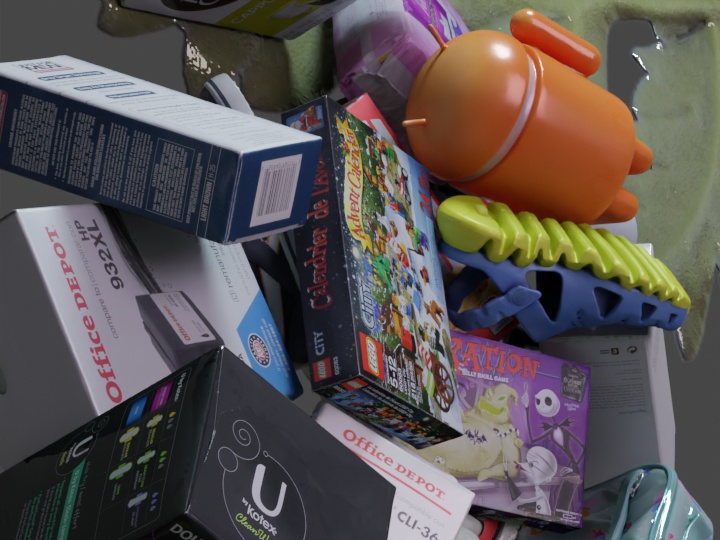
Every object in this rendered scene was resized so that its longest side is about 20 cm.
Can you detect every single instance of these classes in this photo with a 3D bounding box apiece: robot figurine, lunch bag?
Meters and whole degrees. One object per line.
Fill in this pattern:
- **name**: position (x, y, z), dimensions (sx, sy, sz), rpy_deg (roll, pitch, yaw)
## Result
- **robot figurine**: position (0.115, -0.099, 1.762), dimensions (0.199, 0.144, 0.117), rpy_deg (26, 23, -30)
- **lunch bag**: position (0.165, 0.225, 1.720), dimensions (0.077, 0.160, 0.200), rpy_deg (48, 35, -19)

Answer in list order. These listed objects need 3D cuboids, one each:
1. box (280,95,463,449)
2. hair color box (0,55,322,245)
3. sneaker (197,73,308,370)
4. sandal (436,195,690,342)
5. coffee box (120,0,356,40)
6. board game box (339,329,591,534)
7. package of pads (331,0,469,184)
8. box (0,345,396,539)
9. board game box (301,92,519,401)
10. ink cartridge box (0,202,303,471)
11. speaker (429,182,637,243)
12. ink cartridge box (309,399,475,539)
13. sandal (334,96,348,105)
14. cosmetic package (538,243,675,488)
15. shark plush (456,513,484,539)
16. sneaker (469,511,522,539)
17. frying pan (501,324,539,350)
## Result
- **box**: position (0.008, 0.003, 1.614), dimensions (0.136, 0.038, 0.201), rpy_deg (33, 44, -53)
- **hair color box**: position (-0.135, -0.076, 1.513), dimensions (0.100, 0.199, 0.061), rpy_deg (-15, 120, -60)
- **sneaker**: position (-0.080, -0.025, 1.618), dimensions (0.078, 0.079, 0.201), rpy_deg (-161, -130, -81)
- **sandal**: position (0.134, 0.011, 1.721), dimensions (0.199, 0.088, 0.080), rpy_deg (15, 19, -15)
- **coffee box**: position (-0.069, -0.308, 1.777), dimensions (0.197, 0.199, 0.201), rpy_deg (6, 61, -52)
- **board game box**: position (0.068, 0.104, 1.695), dimensions (0.199, 0.032, 0.121), rpy_deg (14, 66, -27)
- **package of pads**: position (0.036, -0.162, 1.884), dimensions (0.121, 0.075, 0.200), rpy_deg (48, 17, -26)
- **box**: position (-0.104, 0.162, 1.355), dimensions (0.148, 0.199, 0.125), rpy_deg (41, 36, -28)
- **board game box**: position (0.000, 0.000, 1.726), dimensions (0.151, 0.046, 0.201), rpy_deg (-40, 98, -33)
- **ink cartridge box**: position (-0.145, 0.038, 1.505), dimensions (0.200, 0.084, 0.146), rpy_deg (-7, 71, -56)
- **speaker**: position (0.133, -0.046, 1.969), dimensions (0.199, 0.081, 0.082), rpy_deg (20, 50, -46)
- **ink cartridge box**: position (-0.009, 0.167, 1.532), dimensions (0.116, 0.068, 0.201), rpy_deg (32, 53, -4)
- **sandal**: position (-0.002, -0.057, 1.809), dimensions (0.082, 0.054, 0.201), rpy_deg (45, 36, -21)
- **cosmetic package**: position (0.188, 0.089, 1.847), dimensions (0.108, 0.084, 0.201), rpy_deg (-79, 164, -49)
- **shark plush**: position (0.019, 0.193, 1.618), dimensions (0.199, 0.084, 0.091), rpy_deg (25, 11, -35)
- **sneaker**: position (0.079, 0.127, 1.762), dimensions (0.085, 0.077, 0.201), rpy_deg (38, 37, -22)
- **frying pan**: position (0.095, 0.030, 1.839), dimensions (0.115, 0.031, 0.190), rpy_deg (33, 15, -4)
